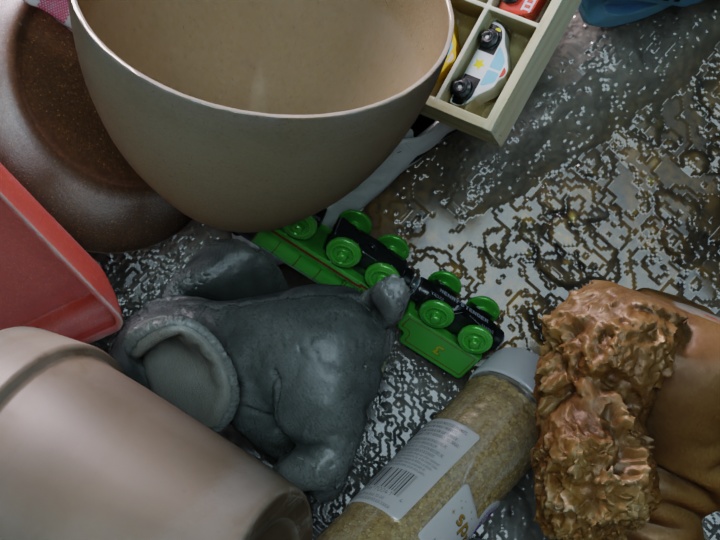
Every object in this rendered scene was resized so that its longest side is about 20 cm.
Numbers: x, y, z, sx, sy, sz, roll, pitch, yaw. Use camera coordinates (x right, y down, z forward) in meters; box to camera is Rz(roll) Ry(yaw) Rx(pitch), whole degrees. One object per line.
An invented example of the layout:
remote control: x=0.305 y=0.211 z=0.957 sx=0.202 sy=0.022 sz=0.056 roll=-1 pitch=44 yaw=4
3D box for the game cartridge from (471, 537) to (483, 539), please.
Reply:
game cartridge: x=0.072 y=0.237 z=0.729 sx=0.133 sy=0.200 sz=0.041 roll=33 pitch=121 yaw=7

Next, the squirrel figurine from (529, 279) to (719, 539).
squirrel figurine: x=0.158 y=0.110 z=0.750 sx=0.200 sy=0.141 sz=0.187 roll=15 pitch=100 yaw=-39

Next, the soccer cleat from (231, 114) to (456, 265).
soccer cleat: x=-0.002 y=-0.077 z=0.828 sx=0.200 sy=0.085 sz=0.069 roll=-36 pitch=81 yaw=-5

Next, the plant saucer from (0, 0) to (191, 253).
plant saucer: x=-0.159 y=-0.112 z=0.801 sx=0.200 sy=0.037 sz=0.201 roll=13 pitch=70 yaw=-38

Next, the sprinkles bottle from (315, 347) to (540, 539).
sprinkles bottle: x=0.046 y=0.128 z=0.759 sx=0.068 sy=0.068 sz=0.200 roll=44 pitch=57 yaw=8

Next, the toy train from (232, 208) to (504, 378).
toy train: x=0.000 y=0.000 z=0.806 sx=0.200 sy=0.056 sz=0.042 roll=33 pitch=40 yaw=-11

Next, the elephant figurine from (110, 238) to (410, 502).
elephant figurine: x=-0.089 y=0.054 z=0.778 sx=0.200 sy=0.142 sz=0.156 roll=19 pitch=83 yaw=3

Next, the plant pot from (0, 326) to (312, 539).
plant pot: x=-0.125 y=0.145 z=0.670 sx=0.173 sy=0.200 sz=0.200 roll=14 pitch=80 yaw=20

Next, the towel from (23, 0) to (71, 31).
towel: x=-0.088 y=-0.170 z=0.780 sx=0.200 sy=0.030 sz=0.146 roll=34 pitch=93 yaw=-30

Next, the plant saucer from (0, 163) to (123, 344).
plant saucer: x=-0.257 y=-0.019 z=0.764 sx=0.200 sy=0.200 sz=0.037 roll=49 pitch=42 yaw=-22

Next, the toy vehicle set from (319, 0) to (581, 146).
toy vehicle set: x=0.075 y=-0.186 z=0.777 sx=0.124 sy=0.027 sz=0.200 roll=26 pitch=84 yaw=26

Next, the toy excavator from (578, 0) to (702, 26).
toy excavator: x=0.141 y=-0.196 z=0.844 sx=0.194 sy=0.200 sz=0.100 roll=-7 pitch=73 yaw=-44

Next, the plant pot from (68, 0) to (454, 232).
plant pot: x=-0.061 y=-0.100 z=0.714 sx=0.200 sy=0.135 sz=0.201 roll=7 pitch=47 yaw=-8
